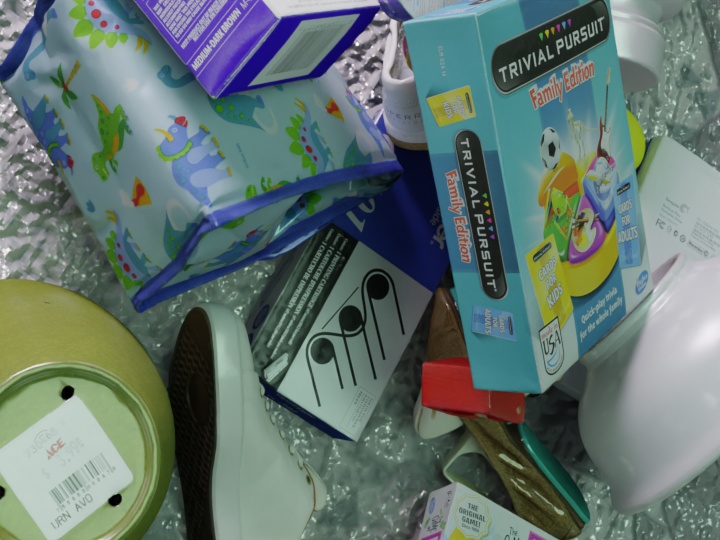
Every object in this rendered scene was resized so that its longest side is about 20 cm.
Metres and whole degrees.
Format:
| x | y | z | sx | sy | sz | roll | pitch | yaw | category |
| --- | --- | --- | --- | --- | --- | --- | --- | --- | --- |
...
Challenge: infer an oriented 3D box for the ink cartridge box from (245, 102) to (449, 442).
| x | y | z | sx | sy | sz | roll | pitch | yaw | category |
| --- | --- | --- | --- | --- | --- | --- | --- | --- | --- |
| 0.000 | 0.000 | 0.837 | 0.094 | 0.044 | 0.201 | 33 | 74 | -19 | ink cartridge box |

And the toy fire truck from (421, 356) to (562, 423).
| x | y | z | sx | sy | sz | roll | pitch | yaw | category |
| --- | --- | --- | --- | --- | --- | --- | --- | --- | --- |
| 0.112 | 0.019 | 0.808 | 0.199 | 0.048 | 0.143 | 2 | 90 | -54 | toy fire truck |

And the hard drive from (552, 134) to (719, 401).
| x | y | z | sx | sy | sz | roll | pitch | yaw | category |
| --- | --- | --- | --- | --- | --- | --- | --- | --- | --- |
| 0.230 | 0.022 | 0.942 | 0.131 | 0.025 | 0.202 | 30 | 76 | -18 | hard drive |

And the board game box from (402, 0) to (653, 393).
| x | y | z | sx | sy | sz | roll | pitch | yaw | category |
| --- | --- | --- | --- | --- | --- | --- | --- | --- | --- |
| 0.100 | -0.056 | 0.709 | 0.151 | 0.047 | 0.202 | -33 | 116 | -49 | board game box |

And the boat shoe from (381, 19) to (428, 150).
| x | y | z | sx | sy | sz | roll | pitch | yaw | category |
| --- | --- | --- | --- | --- | --- | --- | --- | --- | --- |
| 0.057 | -0.173 | 0.826 | 0.070 | 0.070 | 0.202 | 67 | 31 | -50 | boat shoe |

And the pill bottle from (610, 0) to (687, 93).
| x | y | z | sx | sy | sz | roll | pitch | yaw | category |
| --- | --- | --- | --- | --- | --- | --- | --- | --- | --- |
| 0.174 | -0.233 | 0.884 | 0.118 | 0.119 | 0.203 | 12 | 82 | -21 | pill bottle |

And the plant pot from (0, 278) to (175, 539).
| x | y | z | sx | sy | sz | roll | pitch | yaw | category |
| --- | --- | --- | --- | --- | --- | --- | --- | --- | --- |
| -0.171 | 0.093 | 0.676 | 0.185 | 0.200 | 0.190 | 2 | 86 | -23 | plant pot |

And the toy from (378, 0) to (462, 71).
| x | y | z | sx | sy | sz | roll | pitch | yaw | category |
| --- | --- | --- | --- | --- | --- | --- | --- | --- | --- |
| 0.050 | -0.141 | 0.736 | 0.200 | 0.047 | 0.116 | 40 | 43 | -43 | toy |

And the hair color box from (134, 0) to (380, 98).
| x | y | z | sx | sy | sz | roll | pitch | yaw | category |
| --- | --- | --- | --- | --- | --- | --- | --- | --- | --- |
| -0.092 | -0.189 | 0.672 | 0.201 | 0.065 | 0.109 | 52 | 30 | 8 | hair color box |

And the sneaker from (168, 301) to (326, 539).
| x | y | z | sx | sy | sz | roll | pitch | yaw | category |
| --- | --- | --- | --- | --- | --- | --- | --- | --- | --- |
| -0.066 | 0.109 | 0.782 | 0.084 | 0.073 | 0.203 | -13 | 113 | -29 | sneaker |

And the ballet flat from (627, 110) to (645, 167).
| x | y | z | sx | sy | sz | roll | pitch | yaw | category |
| --- | --- | --- | --- | --- | --- | --- | --- | --- | --- |
| 0.127 | -0.100 | 0.884 | 0.198 | 0.067 | 0.068 | 8 | 82 | -22 | ballet flat |

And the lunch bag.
| x | y | z | sx | sy | sz | roll | pitch | yaw | category |
| --- | --- | --- | --- | --- | --- | --- | --- | --- | --- |
| -0.082 | -0.095 | 0.749 | 0.199 | 0.127 | 0.171 | -27 | 82 | -44 | lunch bag |

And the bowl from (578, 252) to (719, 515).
| x | y | z | sx | sy | sz | roll | pitch | yaw | category |
| --- | --- | --- | --- | --- | --- | --- | --- | --- | --- |
| 0.204 | 0.054 | 0.823 | 0.090 | 0.201 | 0.201 | 43 | 71 | 4 | bowl |

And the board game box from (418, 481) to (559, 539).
| x | y | z | sx | sy | sz | roll | pitch | yaw | category |
| --- | --- | --- | --- | --- | --- | --- | --- | --- | --- |
| 0.116 | 0.243 | 0.824 | 0.199 | 0.034 | 0.136 | 31 | 55 | -19 | board game box |

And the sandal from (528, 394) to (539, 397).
| x | y | z | sx | sy | sz | roll | pitch | yaw | category |
| --- | --- | --- | --- | --- | --- | --- | --- | --- | --- |
| 0.096 | -0.009 | 0.865 | 0.075 | 0.045 | 0.202 | -42 | 124 | -45 | sandal |

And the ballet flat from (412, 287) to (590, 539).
| x | y | z | sx | sy | sz | roll | pitch | yaw | category |
| --- | --- | --- | --- | --- | --- | --- | --- | --- | --- |
| 0.080 | 0.108 | 0.854 | 0.072 | 0.068 | 0.201 | -28 | 110 | 11 | ballet flat |
